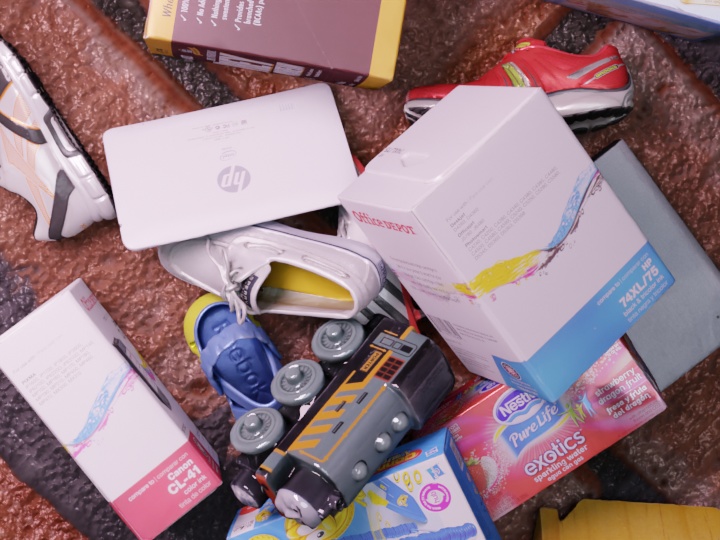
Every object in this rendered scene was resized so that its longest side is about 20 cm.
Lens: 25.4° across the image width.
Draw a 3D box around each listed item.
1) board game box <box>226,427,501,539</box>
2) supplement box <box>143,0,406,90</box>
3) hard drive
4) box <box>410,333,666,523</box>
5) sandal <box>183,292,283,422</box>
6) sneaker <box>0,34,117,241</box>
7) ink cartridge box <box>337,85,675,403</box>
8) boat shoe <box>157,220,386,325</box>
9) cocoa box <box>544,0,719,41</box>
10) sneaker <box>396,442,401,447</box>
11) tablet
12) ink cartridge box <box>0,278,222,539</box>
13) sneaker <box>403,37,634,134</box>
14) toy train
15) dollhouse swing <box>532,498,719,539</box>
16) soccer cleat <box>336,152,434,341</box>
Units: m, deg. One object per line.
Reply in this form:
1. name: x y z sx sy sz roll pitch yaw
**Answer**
1. board game box: 0.022 0.257 1.312 0.196 0.056 0.200 -23 102 12
2. supplement box: -0.062 -0.263 1.311 0.200 0.133 0.197 9 92 -6
3. hard drive: 0.230 0.005 1.403 0.140 0.033 0.200 -37 95 -2
4. box: 0.148 0.121 1.350 0.200 0.100 0.095 -35 96 9
5. sandal: -0.080 0.110 1.353 0.079 0.087 0.200 -39 98 -4
6. sneaker: -0.284 -0.113 1.328 0.080 0.074 0.200 -31 94 0
7. ink cartridge box: 0.113 -0.026 1.269 0.146 0.147 0.200 -43 111 -13
8. boat shoe: -0.086 0.008 1.314 0.202 0.086 0.075 12 122 17
9. cocoa box: 0.225 -0.281 1.337 0.200 0.133 0.131 14 92 -6
10. sneaker: 0.039 0.208 1.372 0.091 0.076 0.200 -6 103 4
11. tablet: -0.109 -0.089 1.339 0.200 0.014 0.130 -13 57 -4
12. ink cartridge box: -0.205 0.111 1.309 0.086 0.148 0.200 -36 96 -3
13. sneaker: 0.133 -0.158 1.377 0.200 0.077 0.085 -5 73 -6
14. toy train: -0.015 0.117 1.276 0.200 0.114 0.085 -48 134 -25
15. dollhouse swing: 0.245 0.329 1.421 0.200 0.176 0.182 4 51 -5
16. soccer cleat: 0.000 0.000 1.365 0.085 0.069 0.200 -18 99 -9
